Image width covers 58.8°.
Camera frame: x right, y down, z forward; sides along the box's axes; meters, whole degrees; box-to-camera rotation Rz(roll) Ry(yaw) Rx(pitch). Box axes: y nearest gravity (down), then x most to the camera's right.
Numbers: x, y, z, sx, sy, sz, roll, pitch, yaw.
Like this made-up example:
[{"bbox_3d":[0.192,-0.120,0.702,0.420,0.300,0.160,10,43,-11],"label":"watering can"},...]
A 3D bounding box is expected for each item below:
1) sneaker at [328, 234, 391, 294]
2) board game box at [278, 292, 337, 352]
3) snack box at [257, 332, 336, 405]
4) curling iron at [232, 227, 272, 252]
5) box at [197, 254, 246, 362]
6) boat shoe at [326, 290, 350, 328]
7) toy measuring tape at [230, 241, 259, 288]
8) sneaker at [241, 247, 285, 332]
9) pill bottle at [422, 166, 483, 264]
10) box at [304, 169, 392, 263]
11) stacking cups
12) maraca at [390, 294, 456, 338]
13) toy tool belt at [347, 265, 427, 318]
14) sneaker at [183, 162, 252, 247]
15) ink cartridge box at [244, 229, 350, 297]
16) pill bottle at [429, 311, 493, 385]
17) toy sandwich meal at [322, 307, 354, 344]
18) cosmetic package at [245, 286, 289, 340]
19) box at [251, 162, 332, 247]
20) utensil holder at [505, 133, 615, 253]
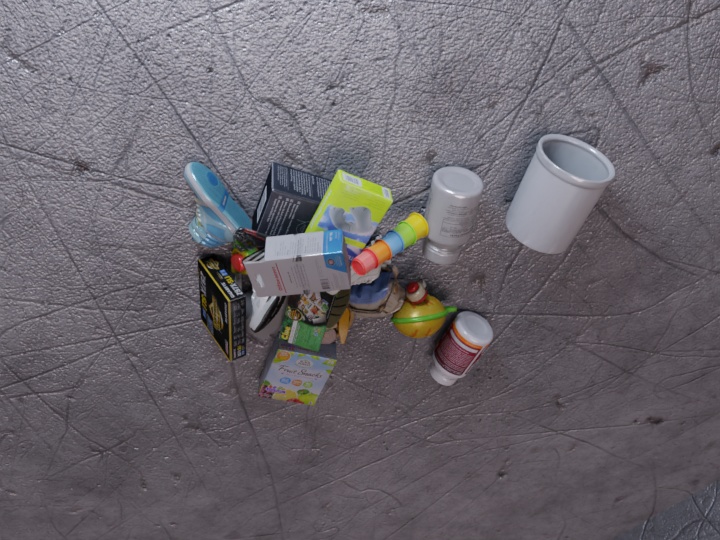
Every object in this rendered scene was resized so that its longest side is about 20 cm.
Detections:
[{"bbox_3d":[0.000,0.000,1.429,0.075,0.200,0.082,-17,110,52],"label":"sneaker"},{"bbox_3d":[-0.123,0.104,1.467,0.103,0.024,0.201,17,132,-4],"label":"board game box"},{"bbox_3d":[-0.174,0.272,1.740,0.166,0.068,0.201,13,127,-18],"label":"snack box"},{"bbox_3d":[-0.174,-0.048,1.338,0.197,0.026,0.050,13,92,-24],"label":"curling iron"},{"bbox_3d":[-0.323,0.089,1.493,0.049,0.160,0.202,-19,139,-29],"label":"box"},{"bbox_3d":[-0.065,0.033,1.509,0.074,0.068,0.203,-1,109,-56],"label":"boat shoe"},{"bbox_3d":[-0.264,0.004,1.481,0.072,0.074,0.202,2,126,-10],"label":"toy measuring tape"},{"bbox_3d":[-0.222,0.031,1.419,0.115,0.076,0.202,31,106,10],"label":"sneaker"},{"bbox_3d":[0.198,-0.118,1.420,0.113,0.115,0.202,1,131,-9],"label":"pill bottle"},{"bbox_3d":[-0.034,-0.097,1.305,0.121,0.048,0.201,17,126,-22],"label":"box"},{"bbox_3d":[0.064,-0.050,1.362,0.199,0.060,0.061,-39,143,-32],"label":"stacking cups"},{"bbox_3d":[0.158,0.109,1.593,0.136,0.109,0.199,-2,-175,37],"label":"maraca"},{"bbox_3d":[0.048,0.040,1.527,0.198,0.126,0.123,-14,129,31],"label":"toy tool belt"},{"bbox_3d":[-0.337,-0.126,1.359,0.129,0.080,0.201,-22,121,24],"label":"sneaker"},{"bbox_3d":[-0.124,-0.013,1.293,0.197,0.067,0.117,-5,139,5],"label":"ink cartridge box"},{"bbox_3d":[0.265,0.216,1.726,0.111,0.114,0.201,13,128,-20],"label":"pill bottle"},{"bbox_3d":[-0.104,0.127,1.620,0.202,0.071,0.207,-4,132,-5],"label":"toy sandwich meal"},{"bbox_3d":[-0.200,0.062,1.525,0.199,0.108,0.090,-39,126,21],"label":"cosmetic package"},{"bbox_3d":[-0.119,-0.119,1.376,0.197,0.108,0.149,15,127,-20],"label":"box"},{"bbox_3d":[0.424,-0.163,1.383,0.167,0.171,0.201,6,133,-14],"label":"utensil holder"}]
